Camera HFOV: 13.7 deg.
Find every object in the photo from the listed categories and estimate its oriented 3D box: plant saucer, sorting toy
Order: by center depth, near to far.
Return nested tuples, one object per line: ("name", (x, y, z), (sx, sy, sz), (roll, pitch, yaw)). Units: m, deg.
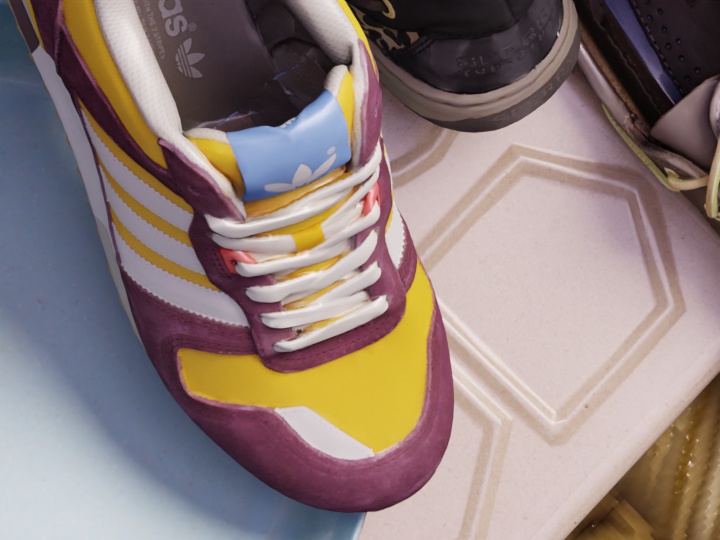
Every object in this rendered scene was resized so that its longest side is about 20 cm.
("plant saucer", (-0.091, 0.030, 0.765), (0.200, 0.027, 0.201), (5, 76, -21))
("sorting toy", (0.000, 0.000, 0.834), (0.185, 0.036, 0.200), (44, 80, -4))

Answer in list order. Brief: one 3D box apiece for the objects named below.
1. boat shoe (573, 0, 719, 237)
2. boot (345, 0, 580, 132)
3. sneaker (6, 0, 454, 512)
("boat shoe", (0.098, -0.048, 0.801), (0.059, 0.072, 0.200), (-17, 71, -41))
("boot", (-0.027, -0.132, 0.749), (0.073, 0.151, 0.200), (-40, 70, -6))
("sneaker", (-0.025, -0.017, 0.712), (0.075, 0.090, 0.200), (-33, 114, -12))
